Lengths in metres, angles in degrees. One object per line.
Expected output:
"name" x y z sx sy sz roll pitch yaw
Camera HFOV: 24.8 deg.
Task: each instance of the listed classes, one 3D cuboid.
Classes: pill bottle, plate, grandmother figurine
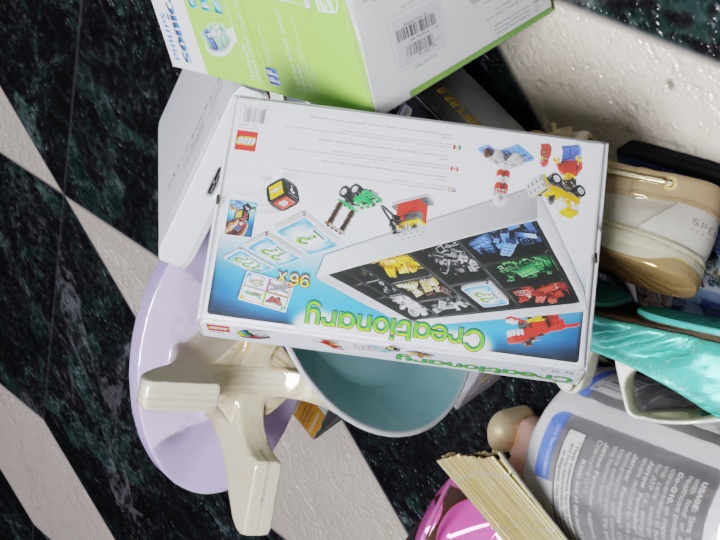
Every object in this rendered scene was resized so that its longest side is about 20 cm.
"pill bottle" 0.200 0.133 0.928 0.200 0.114 0.114 20 134 49
"plate" 0.000 0.000 0.950 0.026 0.200 0.200 -18 104 38
"grandmother figurine" 0.172 0.152 1.087 0.200 0.061 0.121 18 145 52

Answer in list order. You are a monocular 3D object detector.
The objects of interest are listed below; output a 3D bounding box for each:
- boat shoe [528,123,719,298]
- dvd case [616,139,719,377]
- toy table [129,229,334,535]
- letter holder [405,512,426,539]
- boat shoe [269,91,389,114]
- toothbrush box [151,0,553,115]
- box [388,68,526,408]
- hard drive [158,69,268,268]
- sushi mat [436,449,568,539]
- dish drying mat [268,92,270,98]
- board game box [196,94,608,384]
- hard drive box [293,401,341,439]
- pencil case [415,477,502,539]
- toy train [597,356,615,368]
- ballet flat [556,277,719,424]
"boat shoe" 0.117 -0.046 0.929 0.200 0.069 0.074 23 171 35
"dvd case" 0.216 0.030 0.938 0.143 0.018 0.200 23 135 45
"toy table" -0.077 0.066 1.089 0.117 0.184 0.200 27 121 60
"letter holder" 0.120 0.259 1.181 0.200 0.101 0.142 34 154 14
"boat shoe" 0.001 -0.049 1.024 0.062 0.073 0.200 -7 107 39
"toothbrush box" -0.012 -0.171 0.957 0.200 0.146 0.086 21 135 46
"box" 0.057 -0.024 1.078 0.158 0.048 0.200 48 144 17
"hard drive" -0.104 -0.105 1.113 0.132 0.027 0.200 -62 19 23
"sushi mat" 0.123 0.184 0.981 0.200 0.012 0.096 52 164 -7
"dish drying mat" -0.022 -0.084 1.190 0.200 0.018 0.077 59 152 -3
"board game box" 0.023 -0.017 0.851 0.200 0.126 0.035 8 163 1
"hard drive box" -0.057 0.013 1.258 0.200 0.077 0.156 51 159 12
"pencil case" 0.129 0.212 1.077 0.200 0.094 0.091 28 153 10
"toy train" 0.110 0.042 1.000 0.200 0.034 0.046 33 -162 -33
"ballet flat" 0.144 0.043 0.913 0.200 0.067 0.070 20 102 32
